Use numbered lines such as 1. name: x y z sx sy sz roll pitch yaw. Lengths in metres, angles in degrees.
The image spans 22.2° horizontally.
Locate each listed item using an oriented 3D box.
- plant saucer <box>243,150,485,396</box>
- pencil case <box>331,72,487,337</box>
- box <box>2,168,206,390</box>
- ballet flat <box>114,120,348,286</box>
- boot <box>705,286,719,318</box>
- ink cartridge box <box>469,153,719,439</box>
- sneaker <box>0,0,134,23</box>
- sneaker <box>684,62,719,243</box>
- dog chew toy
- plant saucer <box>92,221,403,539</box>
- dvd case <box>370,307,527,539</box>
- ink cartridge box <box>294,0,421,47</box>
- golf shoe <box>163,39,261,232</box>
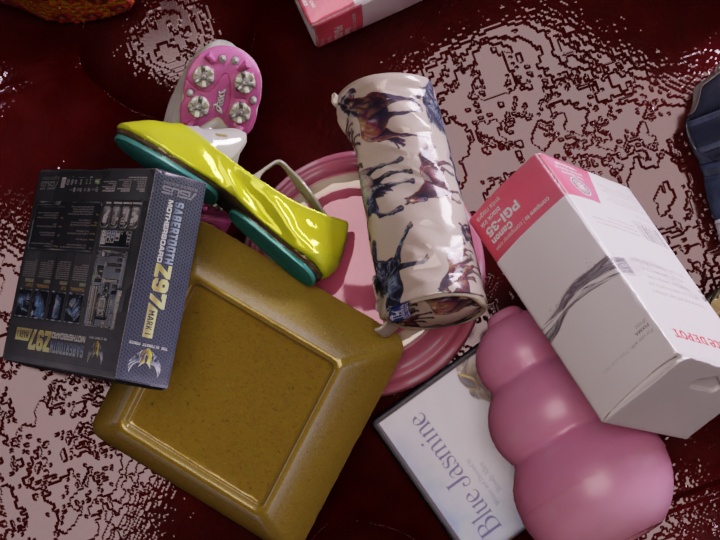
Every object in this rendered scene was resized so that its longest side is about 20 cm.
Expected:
1. plant saucer: 0.000 0.000 1.468 0.199 0.051 0.202 -1 81 5
2. pencil case: 0.034 -0.053 1.406 0.089 0.078 0.201 -15 73 8
3. box: -0.199 0.004 1.410 0.051 0.200 0.159 15 83 -34
4. ballet flat: -0.094 -0.068 1.415 0.200 0.067 0.067 36 76 -5
5. boot: 0.354 0.086 1.452 0.175 0.066 0.200 -39 85 -3
6. ink cartridge box: 0.191 0.021 1.382 0.083 0.146 0.201 -43 58 22
7. sneaker: -0.279 -0.252 1.500 0.199 0.073 0.078 12 74 0
8. sneaker: 0.359 -0.123 1.469 0.201 0.077 0.147 -20 86 0
9. dog chew toy: 0.154 0.119 1.409 0.124 0.125 0.201 -28 76 -2
10. plant saucer: -0.097 0.094 1.431 0.199 0.048 0.201 30 102 10
11. dvd case: 0.127 0.122 1.474 0.200 0.018 0.143 -36 85 -3
12. ink cartridge box: 0.023 -0.292 1.491 0.199 0.085 0.146 -25 83 0
13. golf shoe: -0.132 -0.091 1.483 0.075 0.092 0.201 17 106 -17
